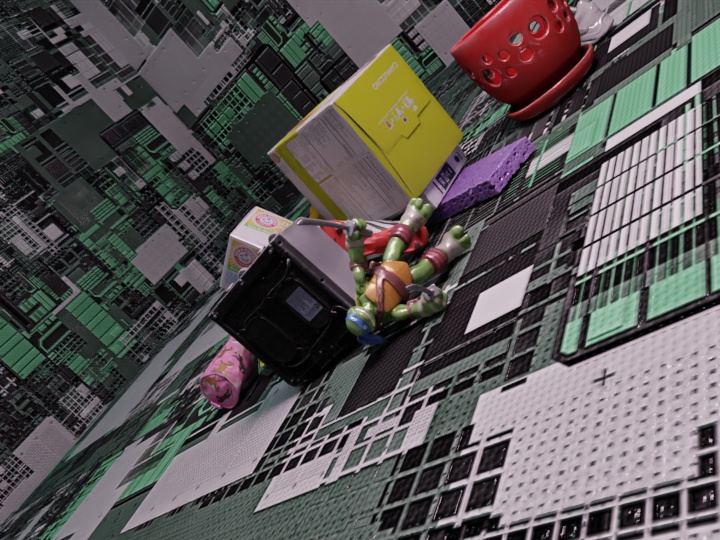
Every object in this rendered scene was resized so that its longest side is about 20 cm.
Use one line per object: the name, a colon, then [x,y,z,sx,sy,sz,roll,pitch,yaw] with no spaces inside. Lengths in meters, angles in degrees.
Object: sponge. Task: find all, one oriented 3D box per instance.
sponge: [0.178,-0.137,1.107,0.112,0.030,0.200,-49,12,-27]

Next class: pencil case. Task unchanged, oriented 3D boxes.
pencil case: [-0.219,0.161,1.280,0.082,0.087,0.200,-15,24,27]

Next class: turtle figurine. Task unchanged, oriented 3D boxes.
turtle figurine: [0.054,-0.017,0.854,0.143,0.201,0.194,14,46,35]

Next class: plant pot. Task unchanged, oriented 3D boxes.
plant pot: [0.284,-0.376,1.196,0.200,0.183,0.201,-42,13,12]

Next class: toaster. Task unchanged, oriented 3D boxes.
toaster: [-0.084,0.049,0.998,0.181,0.200,0.119,-46,7,28]

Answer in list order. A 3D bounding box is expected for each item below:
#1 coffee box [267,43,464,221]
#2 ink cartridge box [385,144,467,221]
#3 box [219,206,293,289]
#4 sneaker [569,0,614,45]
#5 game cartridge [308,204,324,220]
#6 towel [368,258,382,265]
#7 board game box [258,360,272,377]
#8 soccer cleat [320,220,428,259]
coffee box: [0.011,-0.209,1.160,0.197,0.200,0.200,-25,22,50]
ink cartridge box: [0.119,-0.149,1.185,0.099,0.039,0.200,-33,17,45]
box: [-0.113,-0.002,1.133,0.102,0.199,0.113,-61,-8,-54]
sneaker: [0.381,-0.454,1.338,0.200,0.099,0.078,-28,19,52]
game cartridge: [-0.034,-0.111,1.350,0.176,0.032,0.201,-22,-38,-44]
towel: [0.000,0.000,1.257,0.200,0.018,0.086,-47,12,-14]
board game box: [-0.152,0.079,1.241,0.105,0.023,0.201,-43,39,27]
soccer cleat: [0.008,-0.047,1.100,0.198,0.069,0.085,-5,0,-3]
